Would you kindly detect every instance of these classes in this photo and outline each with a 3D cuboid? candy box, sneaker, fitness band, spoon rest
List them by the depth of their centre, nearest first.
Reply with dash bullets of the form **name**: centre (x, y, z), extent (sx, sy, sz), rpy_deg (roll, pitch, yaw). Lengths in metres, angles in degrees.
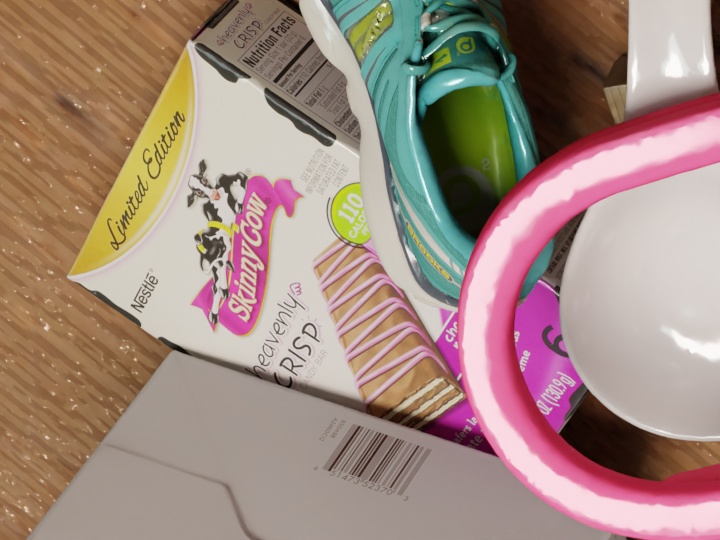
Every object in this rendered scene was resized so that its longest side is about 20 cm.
- **fitness band**: centre (0.130, 0.013, 0.894), extent (0.199, 0.037, 0.144), rpy_deg (-16, 102, 13)
- **spoon rest**: centre (0.113, -0.030, 0.940), extent (0.099, 0.061, 0.201), rpy_deg (-1, 111, 15)
- **sneaker**: centre (0.029, -0.083, 0.955), extent (0.080, 0.077, 0.201), rpy_deg (164, 88, -76)
- **candy box**: centre (0.000, 0.000, 1.059), extent (0.200, 0.061, 0.137), rpy_deg (34, 128, 4)

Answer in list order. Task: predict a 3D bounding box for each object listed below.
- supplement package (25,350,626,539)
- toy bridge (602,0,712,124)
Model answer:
- **supplement package**: centre (-0.018, 0.144, 1.024), extent (0.199, 0.156, 0.111), rpy_deg (17, 136, 22)
- **toy bridge**: centre (0.094, -0.150, 0.944), extent (0.067, 0.027, 0.201), rpy_deg (-7, 115, 26)
